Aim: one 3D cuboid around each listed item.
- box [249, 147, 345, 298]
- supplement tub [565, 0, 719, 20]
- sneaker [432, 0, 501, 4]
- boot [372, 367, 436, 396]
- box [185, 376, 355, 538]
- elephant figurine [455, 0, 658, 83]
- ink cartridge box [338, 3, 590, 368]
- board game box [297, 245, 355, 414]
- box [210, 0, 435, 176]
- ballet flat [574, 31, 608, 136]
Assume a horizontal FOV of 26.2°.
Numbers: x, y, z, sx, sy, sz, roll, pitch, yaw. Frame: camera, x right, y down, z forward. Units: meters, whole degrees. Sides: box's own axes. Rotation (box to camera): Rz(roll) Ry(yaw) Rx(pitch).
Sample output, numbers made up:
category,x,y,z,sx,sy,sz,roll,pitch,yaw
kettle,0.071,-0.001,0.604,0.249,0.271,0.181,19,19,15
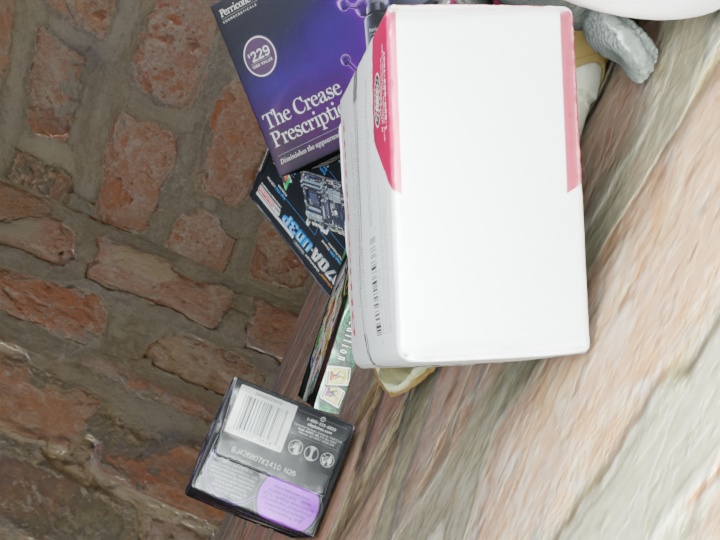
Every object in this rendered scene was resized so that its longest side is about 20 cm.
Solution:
category,x,y,z,sx,sy,sz,roll,pitch,yaw
box,-0.005,-0.064,1.294,0.046,0.200,0.160,-9,-44,-39
supplement tub,0.119,-0.221,0.624,0.145,0.143,0.202,136,156,-81
sneaker,0.065,-0.144,0.946,0.087,0.074,0.200,-36,15,47
boot,0.030,0.022,1.120,0.201,0.065,0.176,-79,6,-56
box,-0.087,0.177,1.429,0.200,0.121,0.107,130,163,-77
elephant figurine,0.093,-0.196,0.801,0.200,0.140,0.157,-103,33,-82
ink cartridge box,0.041,-0.029,0.721,0.200,0.082,0.147,144,123,-83
board game box,0.000,0.000,1.098,0.105,0.023,0.202,178,110,-84
box,0.008,-0.172,1.121,0.199,0.142,0.079,-23,-2,32
ballet flat,0.084,-0.070,0.850,0.200,0.063,0.069,-45,-24,7
